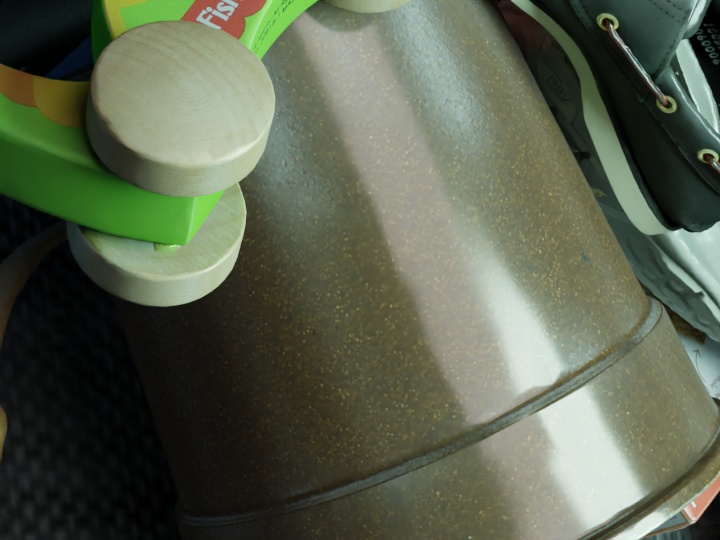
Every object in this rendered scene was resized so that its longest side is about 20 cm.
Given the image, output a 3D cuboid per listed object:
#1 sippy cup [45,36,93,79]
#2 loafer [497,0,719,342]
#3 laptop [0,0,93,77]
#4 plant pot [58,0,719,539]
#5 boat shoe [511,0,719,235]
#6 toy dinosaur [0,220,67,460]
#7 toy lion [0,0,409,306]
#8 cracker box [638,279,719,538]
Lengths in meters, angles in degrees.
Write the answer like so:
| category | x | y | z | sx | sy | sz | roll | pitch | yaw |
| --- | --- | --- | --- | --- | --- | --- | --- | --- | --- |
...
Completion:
| category | x | y | z | sx | sy | sz | roll | pitch | yaw |
| --- | --- | --- | --- | --- | --- | --- | --- | --- | --- |
| sippy cup | -0.098 | -0.148 | 0.790 | 0.177 | 0.139 | 0.131 | -5 | 66 | -48 |
| loafer | 0.118 | -0.041 | 0.822 | 0.070 | 0.070 | 0.200 | -46 | 129 | -8 |
| laptop | -0.170 | -0.007 | 0.658 | 0.199 | 0.177 | 0.104 | -12 | 81 | -35 |
| plant pot | 0.000 | 0.000 | 0.734 | 0.200 | 0.200 | 0.200 | -29 | 100 | -36 |
| boat shoe | 0.086 | -0.096 | 0.702 | 0.202 | 0.063 | 0.074 | 56 | 41 | -31 |
| toy dinosaur | -0.139 | 0.049 | 0.746 | 0.106 | 0.060 | 0.202 | 29 | 63 | -50 |
| toy lion | -0.080 | -0.112 | 0.610 | 0.191 | 0.069 | 0.201 | 27 | 54 | 6 |
| cracker box | 0.096 | -0.006 | 0.905 | 0.200 | 0.058 | 0.134 | 52 | 54 | -9 |
